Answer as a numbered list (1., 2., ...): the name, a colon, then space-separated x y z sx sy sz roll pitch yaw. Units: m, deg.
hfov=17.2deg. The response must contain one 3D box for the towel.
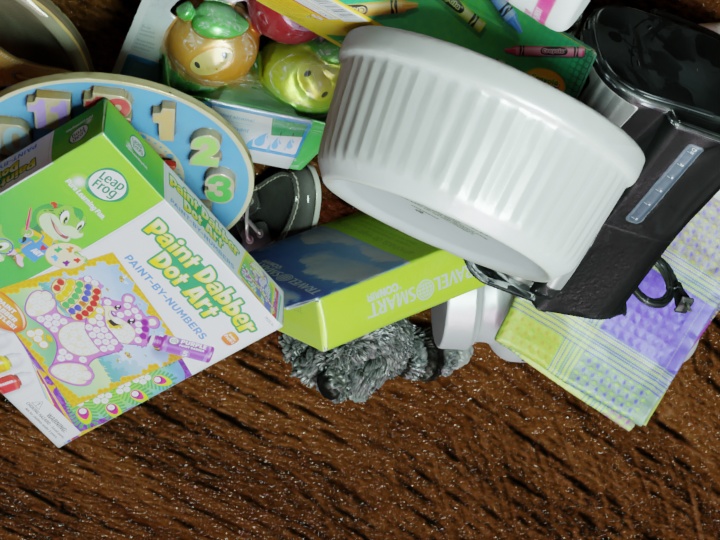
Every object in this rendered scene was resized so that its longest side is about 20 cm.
1. towel: 0.206 0.004 1.787 0.144 0.023 0.200 34 91 -10

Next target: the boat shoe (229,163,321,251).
1. boat shoe: -0.091 -0.014 1.821 0.057 0.067 0.200 -3 151 -31

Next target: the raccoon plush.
1. raccoon plush: 0.021 0.021 1.907 0.200 0.097 0.134 -14 143 -42

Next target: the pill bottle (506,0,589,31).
1. pill bottle: 0.066 -0.239 1.417 0.200 0.113 0.113 33 141 5

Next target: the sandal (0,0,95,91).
1. sandal: -0.219 -0.128 1.609 0.080 0.054 0.200 10 141 41

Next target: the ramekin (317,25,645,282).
1. ramekin: 0.065 -0.067 1.471 0.202 0.094 0.202 24 174 3

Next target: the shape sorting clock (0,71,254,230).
1. shape sorting clock: -0.172 -0.065 1.608 0.200 0.039 0.200 2 140 1

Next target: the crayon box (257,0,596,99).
1. crayon box: 0.035 -0.159 1.513 0.200 0.058 0.119 26 174 -27

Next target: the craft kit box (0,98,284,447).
1. craft kit box: -0.187 0.007 1.600 0.197 0.049 0.200 -31 123 18

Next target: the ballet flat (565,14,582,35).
1. ballet flat: 0.126 -0.228 1.510 0.072 0.072 0.200 -3 132 -2

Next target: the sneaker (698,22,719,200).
1. sneaker: 0.271 -0.112 1.714 0.200 0.075 0.105 25 141 -29

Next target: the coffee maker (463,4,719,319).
1. coffee maker: 0.188 -0.073 1.636 0.192 0.135 0.200 -1 143 -38

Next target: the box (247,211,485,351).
1. box: 0.000 0.000 1.724 0.200 0.122 0.048 -21 115 -30

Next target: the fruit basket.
1. fruit basket: -0.059 -0.158 1.602 0.185 0.094 0.200 11 139 -20

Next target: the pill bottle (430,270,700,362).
1. pill bottle: 0.158 0.015 1.851 0.200 0.116 0.116 1 145 -8
